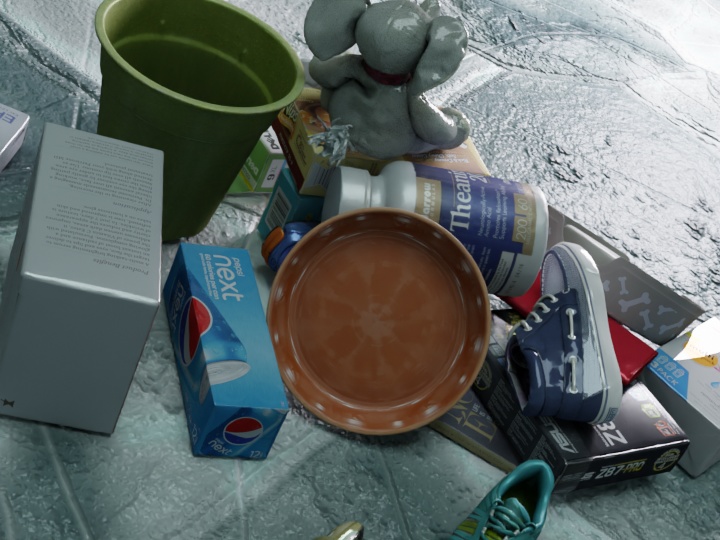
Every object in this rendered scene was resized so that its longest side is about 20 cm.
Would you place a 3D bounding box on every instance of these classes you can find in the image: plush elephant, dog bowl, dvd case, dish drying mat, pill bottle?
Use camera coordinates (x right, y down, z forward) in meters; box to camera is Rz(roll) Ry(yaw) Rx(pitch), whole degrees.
[{"bbox_3d":[0.029,-0.193,1.221,0.164,0.155,0.200,32,29,10],"label":"plush elephant"},{"bbox_3d":[0.265,0.008,1.382,0.200,0.059,0.200,34,8,-5],"label":"dog bowl"},{"bbox_3d":[0.095,0.106,1.256,0.199,0.016,0.149,30,36,7],"label":"dvd case"},{"bbox_3d":[0.197,0.042,1.295,0.200,0.018,0.077,37,37,19],"label":"dish drying mat"},{"bbox_3d":[0.068,-0.043,1.237,0.199,0.111,0.111,9,38,-12],"label":"pill bottle"}]

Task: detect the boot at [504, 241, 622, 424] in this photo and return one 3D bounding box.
[{"bbox_3d":[0.176,0.050,1.209,0.090,0.073,0.201,6,46,-16],"label":"boot"}]

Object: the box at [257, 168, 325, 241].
[{"bbox_3d":[-0.002,-0.062,1.353,0.199,0.082,0.049,-5,46,-35],"label":"box"}]

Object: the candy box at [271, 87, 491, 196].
[{"bbox_3d":[0.021,-0.122,1.323,0.199,0.055,0.116,5,41,-27],"label":"candy box"}]

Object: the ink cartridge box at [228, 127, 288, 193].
[{"bbox_3d":[-0.088,-0.138,1.413,0.199,0.059,0.104,-4,45,-34],"label":"ink cartridge box"}]

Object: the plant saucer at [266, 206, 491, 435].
[{"bbox_3d":[0.016,0.045,1.161,0.200,0.201,0.032,23,-2,-3],"label":"plant saucer"}]

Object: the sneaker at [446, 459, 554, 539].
[{"bbox_3d":[0.104,0.222,1.061,0.077,0.080,0.200,31,37,8],"label":"sneaker"}]

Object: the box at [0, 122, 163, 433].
[{"bbox_3d":[-0.231,0.005,1.070,0.106,0.153,0.200,13,38,-18],"label":"box"}]

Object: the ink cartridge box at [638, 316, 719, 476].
[{"bbox_3d":[0.367,0.121,1.355,0.115,0.068,0.200,43,39,24],"label":"ink cartridge box"}]

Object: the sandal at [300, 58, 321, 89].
[{"bbox_3d":[0.001,-0.191,1.529,0.206,0.079,0.059,23,33,-18],"label":"sandal"}]

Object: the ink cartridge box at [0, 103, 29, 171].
[{"bbox_3d":[-0.434,-0.122,1.202,0.199,0.041,0.200,22,36,-5],"label":"ink cartridge box"}]

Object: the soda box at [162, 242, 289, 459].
[{"bbox_3d":[-0.120,0.066,1.135,0.068,0.064,0.200,7,39,-24],"label":"soda box"}]

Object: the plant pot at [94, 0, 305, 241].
[{"bbox_3d":[-0.175,-0.135,1.247,0.199,0.190,0.200,16,36,-12],"label":"plant pot"}]

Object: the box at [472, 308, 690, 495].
[{"bbox_3d":[0.194,0.116,1.248,0.161,0.049,0.200,-4,43,-32],"label":"box"}]

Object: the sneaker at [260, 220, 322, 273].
[{"bbox_3d":[0.000,0.000,1.298,0.199,0.075,0.079,-3,56,-25],"label":"sneaker"}]

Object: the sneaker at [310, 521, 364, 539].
[{"bbox_3d":[-0.073,0.225,0.963,0.088,0.077,0.200,33,33,25],"label":"sneaker"}]
